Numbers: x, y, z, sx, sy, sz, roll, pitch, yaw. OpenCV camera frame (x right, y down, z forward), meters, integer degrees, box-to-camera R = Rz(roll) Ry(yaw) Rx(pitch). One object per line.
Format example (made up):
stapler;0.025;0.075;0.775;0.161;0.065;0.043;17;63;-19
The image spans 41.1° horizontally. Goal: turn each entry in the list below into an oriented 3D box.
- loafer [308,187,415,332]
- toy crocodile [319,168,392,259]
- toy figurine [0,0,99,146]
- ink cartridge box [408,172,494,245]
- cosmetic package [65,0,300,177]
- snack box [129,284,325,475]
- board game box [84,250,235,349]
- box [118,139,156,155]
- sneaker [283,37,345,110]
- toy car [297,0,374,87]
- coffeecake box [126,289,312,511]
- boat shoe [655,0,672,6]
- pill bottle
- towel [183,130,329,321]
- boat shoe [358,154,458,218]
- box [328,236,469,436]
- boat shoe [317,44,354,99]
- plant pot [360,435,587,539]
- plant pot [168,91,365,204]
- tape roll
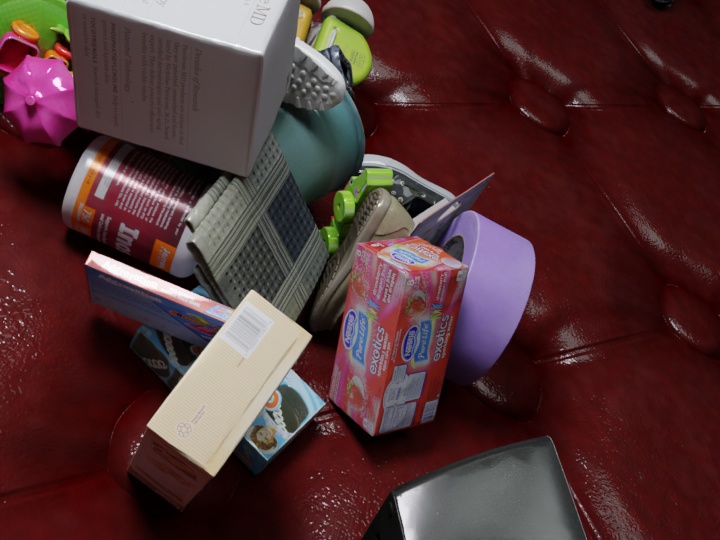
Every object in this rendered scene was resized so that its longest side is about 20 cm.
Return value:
loafer;0.000;0.000;1.147;0.067;0.202;0.076;25;27;-13
toy crocodile;-0.010;-0.069;1.209;0.066;0.201;0.063;-5;61;-22
toy figurine;-0.344;-0.202;1.101;0.198;0.151;0.185;23;22;-38
ink cartridge box;0.076;-0.049;1.263;0.043;0.175;0.199;41;40;13
cosmetic package;-0.179;-0.236;1.011;0.196;0.168;0.169;16;49;1
snack box;-0.145;0.115;1.060;0.200;0.037;0.116;43;41;7
board game box;-0.185;0.045;0.986;0.197;0.103;0.020;23;65;-3
box;-0.241;-0.254;1.242;0.049;0.158;0.202;26;41;-10
sneaker;-0.094;-0.260;1.152;0.198;0.077;0.080;30;40;16
toy car;-0.083;-0.328;1.436;0.197;0.150;0.178;21;72;-12
coffeecake box;-0.137;0.128;0.899;0.073;0.200;0.154;36;62;-2
boat shoe;0.779;-0.718;2.471;0.074;0.063;0.200;38;25;9
pill bottle;-0.227;-0.063;1.095;0.197;0.114;0.114;24;42;-4
towel;-0.113;-0.024;1.070;0.201;0.034;0.194;-62;139;-42
boat shoe;0.062;-0.107;1.391;0.197;0.069;0.057;20;43;-22
box;0.041;0.073;1.097;0.098;0.204;0.095;-7;27;-39
boat shoe;-0.044;-0.227;1.327;0.089;0.201;0.072;-10;60;10
plant pot;0.105;0.306;0.958;0.174;0.201;0.203;0;51;-20
plant pot;-0.125;-0.141;1.206;0.199;0.201;0.196;40;48;4
tape roll;0.131;0.034;1.207;0.084;0.201;0.202;26;42;-12
